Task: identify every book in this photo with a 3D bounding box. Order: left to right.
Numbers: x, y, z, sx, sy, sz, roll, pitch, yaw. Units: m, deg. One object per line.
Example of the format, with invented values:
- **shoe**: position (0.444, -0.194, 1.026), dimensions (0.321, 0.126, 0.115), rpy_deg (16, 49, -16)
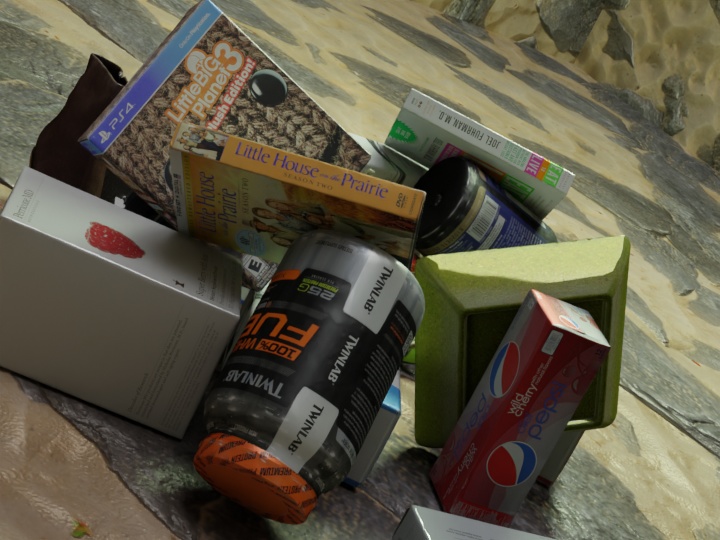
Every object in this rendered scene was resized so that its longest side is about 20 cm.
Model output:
- **book**: position (0.129, -0.127, 1.627), dimensions (0.198, 0.049, 0.134), rpy_deg (28, -12, -1)

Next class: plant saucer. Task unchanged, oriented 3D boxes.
- **plant saucer**: position (0.149, 0.077, 1.323), dimensions (0.197, 0.203, 0.048), rpy_deg (-6, 30, -8)

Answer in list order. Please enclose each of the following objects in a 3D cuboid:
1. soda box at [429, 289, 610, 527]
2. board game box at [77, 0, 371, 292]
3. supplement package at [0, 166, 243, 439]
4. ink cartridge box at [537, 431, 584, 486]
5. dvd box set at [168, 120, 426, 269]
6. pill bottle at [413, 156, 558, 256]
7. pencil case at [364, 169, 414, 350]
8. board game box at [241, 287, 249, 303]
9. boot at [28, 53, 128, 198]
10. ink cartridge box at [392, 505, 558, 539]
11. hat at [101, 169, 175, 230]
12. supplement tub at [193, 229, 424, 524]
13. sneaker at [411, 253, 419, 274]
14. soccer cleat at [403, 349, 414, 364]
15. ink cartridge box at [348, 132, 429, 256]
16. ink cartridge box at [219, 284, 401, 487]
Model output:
- **soda box**: position (0.134, 0.123, 1.274), dimensions (0.063, 0.202, 0.070), rpy_deg (20, 20, -20)
- **board game box**: position (-0.119, -0.108, 1.298), dimensions (0.200, 0.160, 0.097), rpy_deg (41, -8, -14)
- **supplement package**: position (-0.206, 0.024, 1.183), dimensions (0.198, 0.121, 0.122), rpy_deg (23, 19, -12)
- **ink cartridge box**: position (0.155, 0.115, 1.511), dimensions (0.143, 0.084, 0.200), rpy_deg (28, 20, 1)
- **dvd box set**: position (-0.051, -0.045, 1.168), dimensions (0.197, 0.030, 0.147), rpy_deg (17, -26, 3)
- **pill bottle**: position (0.147, -0.026, 1.624), dimensions (0.199, 0.112, 0.112), rpy_deg (37, 12, -28)
- **pencil case**: position (0.000, 0.000, 1.477), dimensions (0.078, 0.089, 0.202), rpy_deg (16, 52, -67)
- **board game box**: position (-0.116, -0.070, 1.540), dimensions (0.044, 0.136, 0.201), rpy_deg (19, 21, -22)
- **boot**: position (-0.259, -0.099, 1.356), dimensions (0.072, 0.168, 0.200), rpy_deg (20, 19, -29)
- **ink cartridge box**: position (0.141, 0.273, 1.139), dimensions (0.197, 0.041, 0.200), rpy_deg (18, 21, -27)
- **hat**: position (-0.173, -0.040, 1.435), dimensions (0.200, 0.200, 0.081), rpy_deg (40, -17, 33)
- **supplement tub**: position (-0.040, 0.081, 1.124), dimensions (0.121, 0.202, 0.123), rpy_deg (22, -26, 11)
- **sneaker**: position (0.047, 0.019, 1.592), dimensions (0.199, 0.077, 0.073), rpy_deg (39, 11, -24)
- **soccer cleat**: position (-0.002, 0.030, 1.556), dimensions (0.199, 0.068, 0.081), rpy_deg (34, 3, 13)
- **ink cartridge box**: position (-0.015, -0.071, 1.668), dimensions (0.198, 0.146, 0.084), rpy_deg (14, 23, -36)
- **ink cartridge box**: position (-0.044, 0.085, 1.304), dimensions (0.145, 0.087, 0.200), rpy_deg (25, 17, -7)
